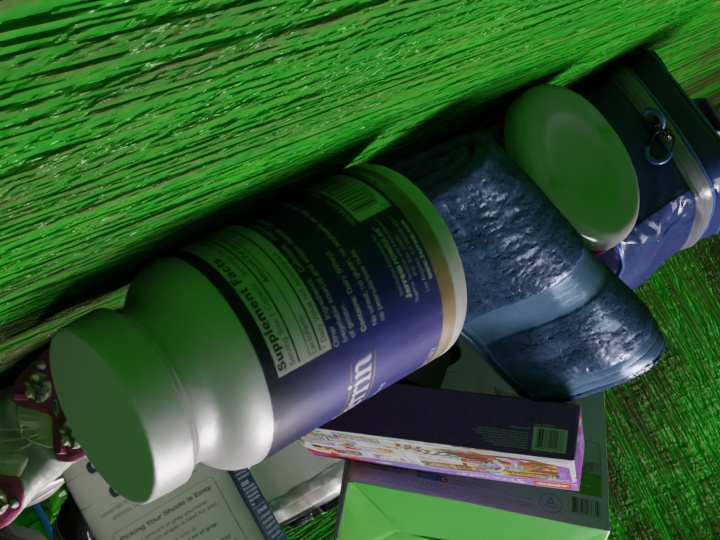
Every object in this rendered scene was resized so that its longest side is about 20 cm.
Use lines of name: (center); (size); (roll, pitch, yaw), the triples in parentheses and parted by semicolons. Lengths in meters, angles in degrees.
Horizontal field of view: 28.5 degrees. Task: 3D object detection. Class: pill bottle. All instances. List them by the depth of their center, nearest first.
pill bottle: (-0.051, 0.031, 0.730); (0.199, 0.117, 0.116); (-27, 176, -31)
pill bottle: (0.078, -0.029, 0.950); (0.113, 0.114, 0.199); (-26, 174, -47)

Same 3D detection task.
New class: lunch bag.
lunch bag: (0.213, -0.078, 1.097); (0.132, 0.136, 0.200); (-33, 166, -4)

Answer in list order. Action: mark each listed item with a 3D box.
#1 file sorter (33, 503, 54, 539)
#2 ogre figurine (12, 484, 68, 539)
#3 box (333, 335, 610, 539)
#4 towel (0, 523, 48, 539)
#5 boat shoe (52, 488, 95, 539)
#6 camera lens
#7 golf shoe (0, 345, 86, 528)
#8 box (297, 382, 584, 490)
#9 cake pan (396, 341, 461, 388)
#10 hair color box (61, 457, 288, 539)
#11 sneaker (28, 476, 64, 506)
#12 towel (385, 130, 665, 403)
file sorter: (-0.326, 0.224, 1.127); (0.199, 0.124, 0.139); (-31, 176, 27)
ogre figurine: (-0.237, 0.184, 1.250); (0.119, 0.202, 0.098); (9, 157, 31)
box: (0.088, 0.145, 1.116); (0.177, 0.198, 0.097); (-82, -176, -50)
towel: (-0.211, 0.206, 0.940); (0.035, 0.191, 0.200); (-61, 141, -10)
boat shoe: (-0.138, 0.132, 1.018); (0.199, 0.070, 0.067); (-30, 150, -39)
camera lens: (-0.072, 0.141, 1.407); (0.159, 0.201, 0.160); (-29, 177, -2)
golf shoe: (-0.196, 0.099, 0.852); (0.199, 0.076, 0.091); (-30, 180, 22)
box: (0.051, 0.109, 0.961); (0.198, 0.040, 0.137); (6, 164, 11)
cake pan: (-0.030, 0.059, 0.976); (0.198, 0.037, 0.200); (8, 165, 2)
hair color box: (-0.126, 0.139, 0.916); (0.099, 0.201, 0.061); (-30, 176, 5)
sneaker: (-0.186, 0.107, 1.032); (0.199, 0.078, 0.099); (-29, 173, -42)
towel: (0.091, 0.007, 0.858); (0.111, 0.200, 0.049); (-22, -145, 37)
